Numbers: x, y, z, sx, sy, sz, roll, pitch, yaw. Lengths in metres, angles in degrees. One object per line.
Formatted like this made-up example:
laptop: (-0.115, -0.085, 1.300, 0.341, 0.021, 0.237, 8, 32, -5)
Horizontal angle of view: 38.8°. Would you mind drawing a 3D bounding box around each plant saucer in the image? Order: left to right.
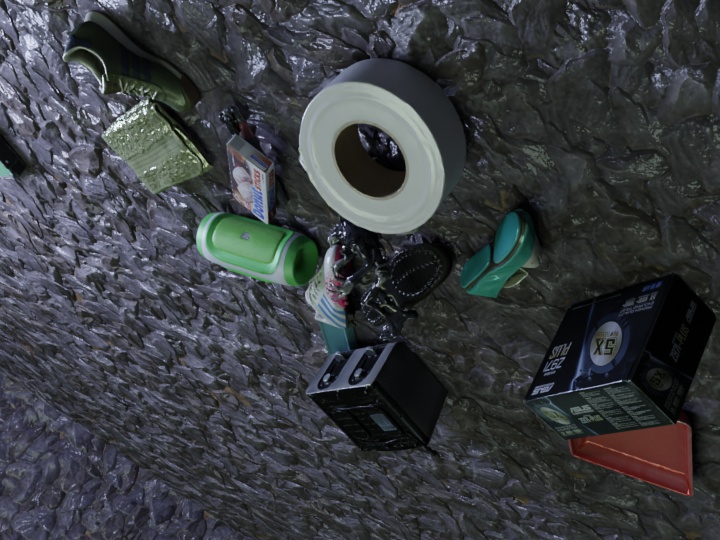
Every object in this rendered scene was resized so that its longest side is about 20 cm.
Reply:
plant saucer: (-0.041, 0.114, 1.804, 0.069, 0.019, 0.202, 21, 149, 24)
plant saucer: (0.401, 0.241, 1.521, 0.197, 0.037, 0.202, 16, 146, 30)

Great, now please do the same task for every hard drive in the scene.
hard drive: (-0.742, -0.258, 1.952, 0.138, 0.038, 0.201, 4, 138, 42)

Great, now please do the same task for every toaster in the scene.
toaster: (0.036, 0.223, 1.765, 0.179, 0.120, 0.200, -14, 126, 46)

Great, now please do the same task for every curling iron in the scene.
curling iron: (-0.150, -0.166, 1.497, 0.049, 0.026, 0.201, 36, 165, 45)

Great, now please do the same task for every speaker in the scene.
speaker: (-0.167, -0.035, 1.642, 0.197, 0.089, 0.089, 16, 147, 29)

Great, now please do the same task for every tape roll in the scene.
tape roll: (0.025, -0.149, 1.240, 0.199, 0.071, 0.205, 18, 131, 21)

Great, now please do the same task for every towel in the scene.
towel: (-0.326, -0.193, 1.623, 0.149, 0.037, 0.198, 48, 148, -21)

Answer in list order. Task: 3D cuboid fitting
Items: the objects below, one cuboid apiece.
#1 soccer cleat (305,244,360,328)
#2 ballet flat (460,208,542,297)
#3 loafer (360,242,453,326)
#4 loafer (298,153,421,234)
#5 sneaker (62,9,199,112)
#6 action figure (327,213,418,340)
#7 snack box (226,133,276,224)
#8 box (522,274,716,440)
soccer cleat: (-0.052, 0.030, 1.627, 0.084, 0.071, 0.201, 7, 146, 11)
ballet flat: (0.196, -0.020, 1.331, 0.069, 0.069, 0.200, 12, 154, -12)
loafer: (0.074, 0.013, 1.499, 0.199, 0.071, 0.074, -37, 76, 48)
loafer: (0.007, -0.123, 1.368, 0.198, 0.070, 0.071, 30, 118, 15)
sneaker: (-0.332, -0.274, 1.453, 0.199, 0.091, 0.067, 38, 150, -7)
action figure: (0.000, 0.000, 1.423, 0.101, 0.119, 0.202, -25, 101, 16)
snack box: (-0.159, -0.131, 1.511, 0.071, 0.024, 0.200, 36, 163, 8)
box: (0.321, 0.113, 1.282, 0.086, 0.165, 0.199, 41, 151, -15)
